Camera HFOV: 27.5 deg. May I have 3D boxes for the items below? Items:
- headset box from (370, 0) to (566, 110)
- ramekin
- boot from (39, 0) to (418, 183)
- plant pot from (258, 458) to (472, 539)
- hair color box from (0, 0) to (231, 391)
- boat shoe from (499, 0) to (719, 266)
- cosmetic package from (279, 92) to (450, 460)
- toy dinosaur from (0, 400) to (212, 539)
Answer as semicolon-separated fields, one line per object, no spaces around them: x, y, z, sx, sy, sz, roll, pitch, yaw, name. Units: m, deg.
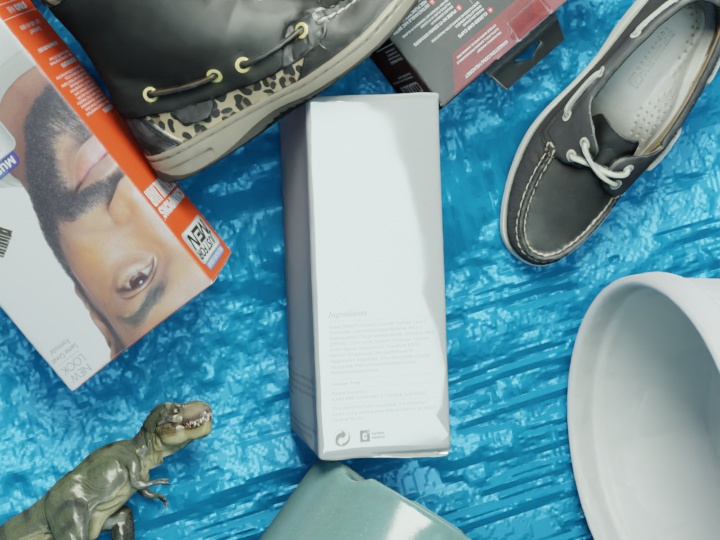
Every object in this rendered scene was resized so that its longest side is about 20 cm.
0.046;-0.202;0.870;0.149;0.077;0.200;-41;100;-7;headset box
0.212;0.098;0.862;0.104;0.200;0.203;-6;94;-20;ramekin
-0.071;-0.157;0.777;0.199;0.073;0.151;-34;114;14;boot
-0.011;0.227;0.830;0.199;0.200;0.197;35;79;-11;plant pot
-0.178;-0.048;0.824;0.111;0.064;0.200;-36;101;14;hair color box
0.155;-0.086;0.892;0.074;0.060;0.201;36;98;-12;boat shoe
0.000;0.000;0.855;0.080;0.113;0.202;-1;95;-12;cosmetic package
-0.161;0.154;0.864;0.199;0.047;0.089;-30;84;-8;toy dinosaur
